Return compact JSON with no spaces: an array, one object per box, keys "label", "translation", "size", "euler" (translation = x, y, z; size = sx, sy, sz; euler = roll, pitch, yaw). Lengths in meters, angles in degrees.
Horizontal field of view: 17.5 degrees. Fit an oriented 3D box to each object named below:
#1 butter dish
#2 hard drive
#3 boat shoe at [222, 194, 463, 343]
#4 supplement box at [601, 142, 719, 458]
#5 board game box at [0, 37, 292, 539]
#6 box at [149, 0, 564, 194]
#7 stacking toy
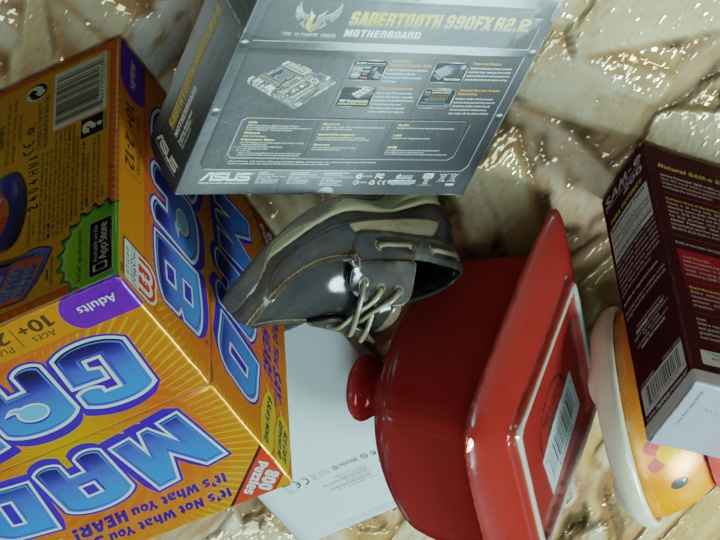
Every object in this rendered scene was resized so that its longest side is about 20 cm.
[{"label":"butter dish","translation":[0.061,0.084,1.507],"size":[0.147,0.201,0.200],"euler":[7,141,21]},{"label":"hard drive","translation":[-0.034,0.104,1.603],"size":[0.131,0.027,0.200],"euler":[-23,133,17]},{"label":"boat shoe","translation":[0.000,0.000,1.398],"size":[0.199,0.073,0.075],"euler":[-24,159,-49]},{"label":"supplement box","translation":[0.217,0.022,1.422],"size":[0.108,0.201,0.061],"euler":[15,133,-19]},{"label":"board game box","translation":[-0.176,0.029,1.391],"size":[0.199,0.201,0.200],"euler":[-22,133,16]},{"label":"box","translation":[-0.003,-0.114,1.332],"size":[0.199,0.048,0.159],"euler":[-2,137,-30]},{"label":"stacking toy","translation":[0.254,0.078,1.510],"size":[0.199,0.147,0.147],"euler":[-13,135,14]}]
